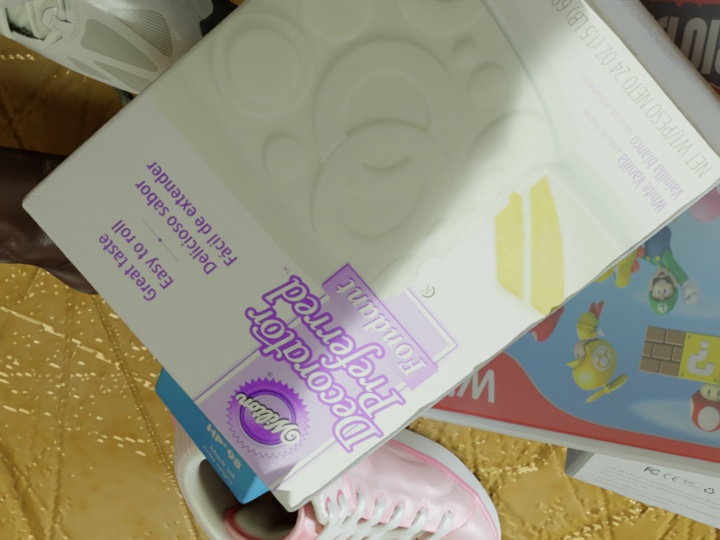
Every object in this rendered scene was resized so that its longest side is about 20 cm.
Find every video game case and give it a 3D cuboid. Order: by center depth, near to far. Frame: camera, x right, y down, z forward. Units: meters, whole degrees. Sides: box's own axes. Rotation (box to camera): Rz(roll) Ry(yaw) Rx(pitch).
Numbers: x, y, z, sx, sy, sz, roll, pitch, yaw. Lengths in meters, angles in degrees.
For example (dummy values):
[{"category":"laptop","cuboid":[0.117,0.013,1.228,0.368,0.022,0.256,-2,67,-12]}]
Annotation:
[{"category":"video game case","cuboid":[0.095,-0.036,0.874,0.143,0.201,0.017,9,175,36]}]

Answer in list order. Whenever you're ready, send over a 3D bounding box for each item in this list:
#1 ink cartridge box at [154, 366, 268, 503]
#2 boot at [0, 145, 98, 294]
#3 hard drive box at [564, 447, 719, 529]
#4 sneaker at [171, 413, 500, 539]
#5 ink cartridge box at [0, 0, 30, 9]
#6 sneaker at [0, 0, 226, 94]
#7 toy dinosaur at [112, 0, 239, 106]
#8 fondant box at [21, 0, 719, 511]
[{"category":"ink cartridge box","cuboid":[0.000,0.000,0.976,0.067,0.116,0.200,52,150,16]},{"category":"boot","cuboid":[-0.132,-0.037,1.006,0.200,0.064,0.186,11,152,-36]},{"category":"hard drive box","cuboid":[0.199,0.037,1.069,0.155,0.077,0.200,19,144,-12]},{"category":"sneaker","cuboid":[-0.013,0.112,1.164,0.075,0.105,0.200,-35,120,27]},{"category":"ink cartridge box","cuboid":[-0.104,-0.131,0.856,0.199,0.117,0.068,-17,95,-11]},{"category":"sneaker","cuboid":[-0.156,-0.102,0.947,0.200,0.115,0.076,29,133,11]},{"category":"toy dinosaur","cuboid":[-0.085,-0.122,1.012,0.200,0.047,0.088,-22,110,22]},{"category":"fondant box","cuboid":[0.008,-0.035,0.842,0.200,0.058,0.144,-39,95,22]}]
